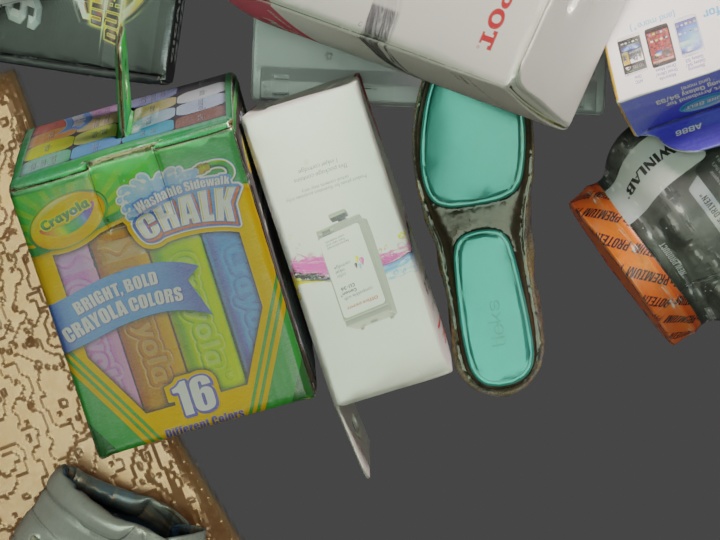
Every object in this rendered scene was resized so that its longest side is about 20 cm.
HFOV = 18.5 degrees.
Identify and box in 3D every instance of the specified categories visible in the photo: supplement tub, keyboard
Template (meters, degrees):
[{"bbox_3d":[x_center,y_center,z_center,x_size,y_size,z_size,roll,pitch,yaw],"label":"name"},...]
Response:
[{"bbox_3d":[0.219,-0.057,1.182,0.200,0.123,0.123,-36,92,2],"label":"supplement tub"},{"bbox_3d":[0.039,-0.119,1.241,0.199,0.011,0.057,2,88,1],"label":"keyboard"}]

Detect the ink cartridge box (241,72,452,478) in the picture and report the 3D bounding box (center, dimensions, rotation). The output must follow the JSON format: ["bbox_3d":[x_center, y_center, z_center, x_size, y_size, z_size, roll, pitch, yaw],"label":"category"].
[{"bbox_3d":[0.000,0.000,1.190,0.067,0.116,0.201,-17,97,3],"label":"ink cartridge box"}]

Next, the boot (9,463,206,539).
[{"bbox_3d":[-0.105,0.188,1.225,0.199,0.074,0.096,30,100,1],"label":"boot"}]

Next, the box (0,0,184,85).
[{"bbox_3d":[-0.168,-0.212,1.221,0.158,0.046,0.201,9,93,1],"label":"box"}]

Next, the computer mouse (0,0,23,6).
[{"bbox_3d":[-0.181,-0.179,1.178,0.199,0.044,0.110,-25,93,3],"label":"computer mouse"}]

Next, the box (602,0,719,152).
[{"bbox_3d":[0.180,-0.158,1.156,0.119,0.041,0.201,-18,55,15],"label":"box"}]

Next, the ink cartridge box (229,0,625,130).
[{"bbox_3d":[0.041,-0.175,1.152,0.199,0.083,0.147,24,88,31],"label":"ink cartridge box"}]

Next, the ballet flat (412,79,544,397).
[{"bbox_3d":[0.064,-0.032,1.214,0.068,0.067,0.201,-2,91,4],"label":"ballet flat"}]

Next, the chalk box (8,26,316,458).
[{"bbox_3d":[-0.109,-0.026,1.169,0.123,0.124,0.201,-16,106,2],"label":"chalk box"}]
